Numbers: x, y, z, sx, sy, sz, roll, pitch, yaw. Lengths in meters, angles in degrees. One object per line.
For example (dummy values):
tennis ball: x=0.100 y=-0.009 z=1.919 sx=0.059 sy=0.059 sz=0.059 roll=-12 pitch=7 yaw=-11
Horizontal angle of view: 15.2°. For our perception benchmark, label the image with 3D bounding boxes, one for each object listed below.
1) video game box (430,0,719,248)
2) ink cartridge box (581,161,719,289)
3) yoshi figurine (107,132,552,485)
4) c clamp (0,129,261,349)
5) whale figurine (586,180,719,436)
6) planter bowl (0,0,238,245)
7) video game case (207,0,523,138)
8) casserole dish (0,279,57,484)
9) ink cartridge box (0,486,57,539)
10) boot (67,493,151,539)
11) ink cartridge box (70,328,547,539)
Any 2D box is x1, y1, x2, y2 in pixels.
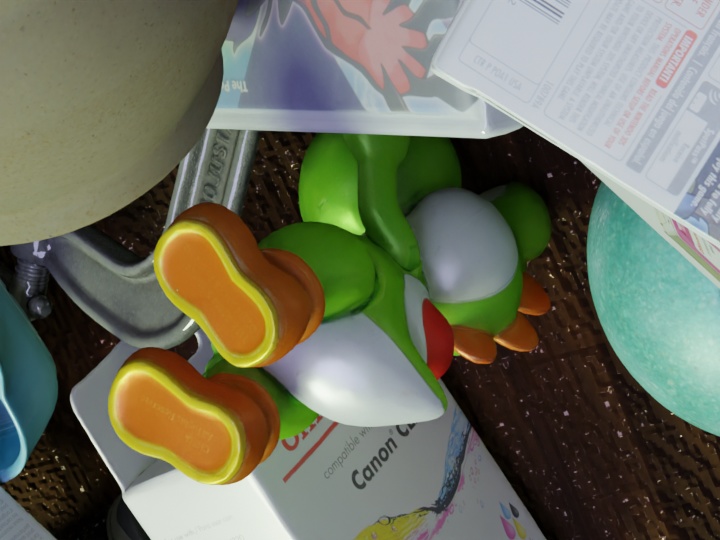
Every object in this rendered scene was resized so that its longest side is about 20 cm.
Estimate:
video game box: x=0.145 y=-0.092 z=0.705 sx=0.182 sy=0.047 sz=0.201 roll=33 pitch=109 yaw=6
ink cartridge box: x=0.166 y=-0.046 z=0.818 sx=0.145 sy=0.085 sz=0.200 roll=-44 pitch=71 yaw=-3
yoshi figurine: x=-0.013 y=-0.005 z=0.936 sx=0.112 sy=0.200 sz=0.113 roll=-11 pitch=97 yaw=36
c clamp: x=-0.094 y=-0.061 z=0.993 sx=0.171 sy=0.027 sz=0.201 roll=40 pitch=119 yaw=42
whale figurine: x=0.162 y=-0.028 z=0.898 sx=0.159 sy=0.104 sz=0.200 roll=48 pitch=111 yaw=5
planter bowl: x=-0.117 y=-0.095 z=0.833 sx=0.199 sy=0.201 sz=0.135 roll=-1 pitch=138 yaw=21
video game case: x=-0.033 y=-0.135 z=0.863 sx=0.199 sy=0.023 sz=0.184 roll=5 pitch=109 yaw=49
casserole dish: x=-0.185 y=0.032 z=1.068 sx=0.122 sy=0.039 sz=0.200 roll=56 pitch=146 yaw=-11
ink cartridge box: x=-0.159 y=0.116 z=1.056 sx=0.200 sy=0.037 sz=0.095 roll=44 pitch=145 yaw=11
boot: x=-0.081 y=0.197 z=1.125 sx=0.153 sy=0.073 sz=0.204 roll=-30 pitch=95 yaw=32
ink cartridge box: x=-0.008 y=0.091 z=1.013 sx=0.067 sy=0.117 sz=0.201 roll=-24 pitch=105 yaw=40
